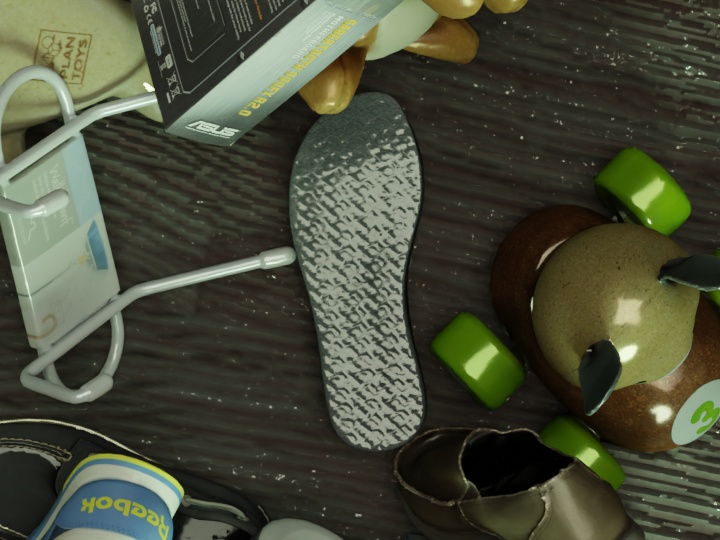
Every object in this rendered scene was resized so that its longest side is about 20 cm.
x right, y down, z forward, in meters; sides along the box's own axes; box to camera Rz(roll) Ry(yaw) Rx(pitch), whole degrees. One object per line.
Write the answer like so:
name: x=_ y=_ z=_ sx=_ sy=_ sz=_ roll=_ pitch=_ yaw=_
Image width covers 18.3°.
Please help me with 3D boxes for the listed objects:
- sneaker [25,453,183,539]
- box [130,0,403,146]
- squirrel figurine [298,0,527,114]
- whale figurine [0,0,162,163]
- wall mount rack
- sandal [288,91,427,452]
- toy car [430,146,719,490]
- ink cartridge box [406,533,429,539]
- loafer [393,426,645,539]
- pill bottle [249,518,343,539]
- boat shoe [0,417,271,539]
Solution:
sneaker: x=-0.157 y=0.182 z=1.180 sx=0.074 sy=0.082 sz=0.200 roll=18 pitch=132 yaw=-14
box: x=-0.060 y=-0.190 z=1.152 sx=0.048 sy=0.158 sz=0.201 roll=9 pitch=54 yaw=-45
squirrel figurine: x=0.017 y=-0.217 z=1.183 sx=0.141 sy=0.187 sz=0.200 roll=-16 pitch=63 yaw=-44
whale figurine: x=-0.187 y=-0.133 z=1.217 sx=0.199 sy=0.104 sz=0.160 roll=3 pitch=110 yaw=-28
wall mount rack: x=-0.123 y=-0.024 z=1.204 sx=0.174 sy=0.074 sz=0.201 roll=-40 pitch=132 yaw=-41
sandal: x=-0.001 y=0.000 z=1.260 sx=0.076 sy=0.043 sz=0.201 roll=-1 pitch=93 yaw=5
toy car: x=0.148 y=0.033 z=1.194 sx=0.164 sy=0.200 sz=0.158 roll=-45 pitch=95 yaw=-4
ink cartridge box: x=0.085 y=0.261 z=1.216 sx=0.146 sy=0.145 sz=0.201 roll=10 pitch=89 yaw=-6
loafer: x=0.078 y=0.108 z=1.191 sx=0.073 sy=0.200 sz=0.071 roll=-34 pitch=111 yaw=-23
pill bottle: x=-0.074 y=0.233 z=1.196 sx=0.106 sy=0.106 sz=0.200 roll=42 pitch=113 yaw=-5
boat shoe: x=-0.142 y=0.129 z=1.231 sx=0.199 sy=0.063 sz=0.073 roll=16 pitch=89 yaw=-6
